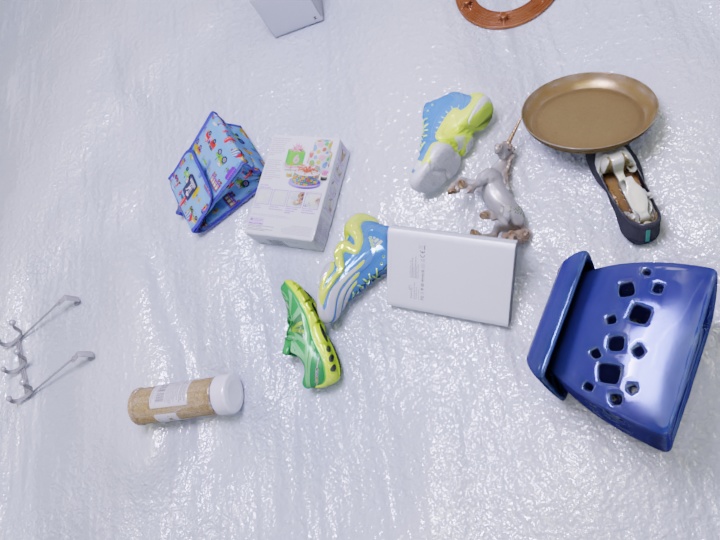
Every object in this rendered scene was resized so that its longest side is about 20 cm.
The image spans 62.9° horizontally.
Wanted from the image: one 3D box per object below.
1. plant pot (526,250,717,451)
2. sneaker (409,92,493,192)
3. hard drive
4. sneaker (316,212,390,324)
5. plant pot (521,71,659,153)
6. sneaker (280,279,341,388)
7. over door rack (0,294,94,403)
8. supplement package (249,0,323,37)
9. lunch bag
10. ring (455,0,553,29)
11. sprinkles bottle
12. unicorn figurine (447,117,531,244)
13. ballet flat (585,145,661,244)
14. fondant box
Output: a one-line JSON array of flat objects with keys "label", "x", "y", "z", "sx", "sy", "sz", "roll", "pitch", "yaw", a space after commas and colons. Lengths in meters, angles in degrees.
[{"label": "plant pot", "x": 0.331, "y": 0.097, "z": 0.756, "sx": 0.179, "sy": 0.200, "sz": 0.201, "roll": 17, "pitch": 79, "yaw": 32}, {"label": "sneaker", "x": 0.133, "y": -0.224, "z": 1.004, "sx": 0.200, "sy": 0.076, "sz": 0.105, "roll": -48, "pitch": 52, "yaw": -8}, {"label": "hard drive", "x": 0.137, "y": 0.006, "z": 0.914, "sx": 0.198, "sy": 0.026, "sz": 0.133, "roll": 9, "pitch": 112, "yaw": 23}, {"label": "sneaker", "x": 0.000, "y": 0.000, "z": 0.979, "sx": 0.104, "sy": 0.076, "sz": 0.201, "roll": 13, "pitch": 77, "yaw": 24}, {"label": "plant pot", "x": 0.353, "y": -0.242, "z": 0.916, "sx": 0.198, "sy": 0.028, "sz": 0.201, "roll": -10, "pitch": 46, "yaw": 10}, {"label": "sneaker", "x": -0.101, "y": 0.103, "z": 0.984, "sx": 0.083, "sy": 0.074, "sz": 0.201, "roll": -27, "pitch": 65, "yaw": 7}, {"label": "over door rack", "x": -0.646, "y": 0.154, "z": 1.182, "sx": 0.199, "sy": 0.067, "sz": 0.148, "roll": -31, "pitch": 65, "yaw": 9}, {"label": "supplement package", "x": -0.157, "y": -0.614, "z": 1.219, "sx": 0.116, "sy": 0.117, "sz": 0.202, "roll": -13, "pitch": 69, "yaw": 16}, {"label": "lunch bag", "x": -0.293, "y": -0.179, "z": 1.157, "sx": 0.200, "sy": 0.094, "sz": 0.151, "roll": -42, "pitch": 63, "yaw": 17}, {"label": "ring", "x": 0.271, "y": -0.535, "z": 1.083, "sx": 0.199, "sy": 0.019, "sz": 0.202, "roll": -7, "pitch": 70, "yaw": 19}, {"label": "sprinkles bottle", "x": -0.305, "y": 0.225, "z": 1.026, "sx": 0.198, "sy": 0.068, "sz": 0.069, "roll": -11, "pitch": 69, "yaw": 18}, {"label": "unicorn figurine", "x": 0.212, "y": -0.126, "z": 0.934, "sx": 0.137, "sy": 0.074, "sz": 0.202, "roll": -15, "pitch": 88, "yaw": -30}, {"label": "ballet flat", "x": 0.392, "y": -0.136, "z": 0.876, "sx": 0.073, "sy": 0.073, "sz": 0.201, "roll": -19, "pitch": 67, "yaw": 14}, {"label": "fondant box", "x": -0.115, "y": -0.145, "z": 1.081, "sx": 0.143, "sy": 0.058, "sz": 0.202, "roll": 9, "pitch": 77, "yaw": 23}]
